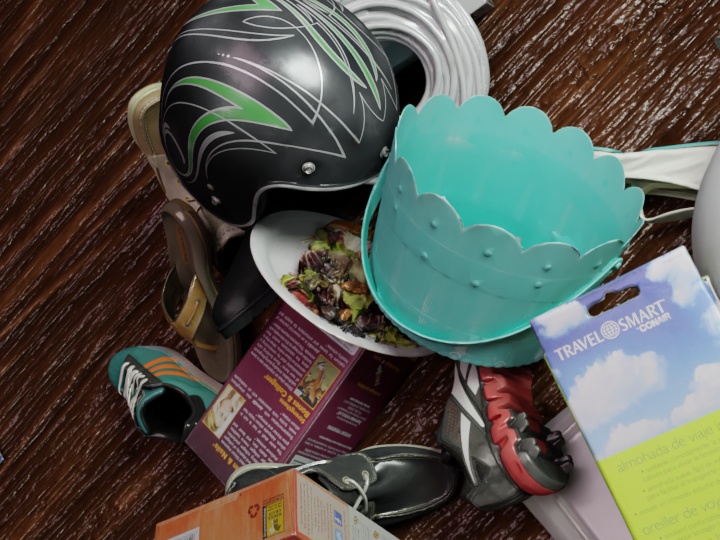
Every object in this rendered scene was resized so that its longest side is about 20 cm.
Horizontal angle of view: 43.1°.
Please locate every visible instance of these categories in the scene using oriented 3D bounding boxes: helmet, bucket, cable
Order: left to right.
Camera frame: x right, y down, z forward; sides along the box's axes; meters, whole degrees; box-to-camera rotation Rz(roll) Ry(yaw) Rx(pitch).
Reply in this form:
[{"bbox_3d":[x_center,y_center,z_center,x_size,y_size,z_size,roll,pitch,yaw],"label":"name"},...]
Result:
[{"bbox_3d":[-0.067,-0.145,0.773,0.191,0.200,0.200,-31,51,49],"label":"helmet"},{"bbox_3d":[0.024,-0.186,0.882,0.200,0.069,0.200,-34,98,20],"label":"cable"},{"bbox_3d":[0.103,-0.031,0.722,0.207,0.207,0.135,51,139,37],"label":"bucket"}]

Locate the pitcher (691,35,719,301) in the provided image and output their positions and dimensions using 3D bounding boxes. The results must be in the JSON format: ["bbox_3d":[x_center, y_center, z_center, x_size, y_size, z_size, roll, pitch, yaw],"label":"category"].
[{"bbox_3d":[0.330,-0.064,0.662,0.121,0.171,0.200,173,104,-76],"label":"pitcher"}]

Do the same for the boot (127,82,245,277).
[{"bbox_3d":[-0.166,-0.086,0.953,0.072,0.200,0.155,-29,53,-11],"label":"boot"}]

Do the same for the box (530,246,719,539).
[{"bbox_3d":[0.214,0.100,0.619,0.122,0.048,0.200,-28,76,15],"label":"box"}]

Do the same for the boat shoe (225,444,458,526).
[{"bbox_3d":[-0.013,0.189,0.757,0.200,0.068,0.072,-6,91,-5],"label":"boat shoe"}]

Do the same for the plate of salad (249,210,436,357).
[{"bbox_3d":[0.000,0.000,0.799,0.200,0.200,0.048,54,125,37],"label":"plate of salad"}]

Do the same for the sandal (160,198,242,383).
[{"bbox_3d":[-0.175,0.027,0.929,0.054,0.200,0.080,-28,26,-35],"label":"sandal"}]

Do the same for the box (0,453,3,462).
[{"bbox_3d":[-0.532,0.207,1.152,0.122,0.048,0.200,-49,51,6],"label":"box"}]

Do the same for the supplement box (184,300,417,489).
[{"bbox_3d":[-0.054,0.119,0.849,0.110,0.086,0.200,36,91,38],"label":"supplement box"}]

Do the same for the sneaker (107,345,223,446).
[{"bbox_3d":[-0.210,0.127,0.943,0.200,0.080,0.071,18,100,38],"label":"sneaker"}]

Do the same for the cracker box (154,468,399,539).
[{"bbox_3d":[-0.046,0.239,0.715,0.134,0.200,0.058,-27,43,22],"label":"cracker box"}]

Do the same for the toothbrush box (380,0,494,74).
[{"bbox_3d":[0.014,-0.278,0.939,0.200,0.085,0.146,-33,94,19],"label":"toothbrush box"}]

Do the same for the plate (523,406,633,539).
[{"bbox_3d":[0.227,0.155,0.682,0.200,0.032,0.200,-45,52,9],"label":"plate"}]

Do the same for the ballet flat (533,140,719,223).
[{"bbox_3d":[0.226,-0.073,0.768,0.200,0.069,0.069,3,71,32],"label":"ballet flat"}]

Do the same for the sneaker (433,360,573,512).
[{"bbox_3d":[0.100,0.110,0.748,0.098,0.071,0.200,-42,35,26],"label":"sneaker"}]

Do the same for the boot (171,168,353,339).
[{"bbox_3d":[-0.114,-0.053,0.881,0.198,0.162,0.073,-47,10,-29],"label":"boot"}]
